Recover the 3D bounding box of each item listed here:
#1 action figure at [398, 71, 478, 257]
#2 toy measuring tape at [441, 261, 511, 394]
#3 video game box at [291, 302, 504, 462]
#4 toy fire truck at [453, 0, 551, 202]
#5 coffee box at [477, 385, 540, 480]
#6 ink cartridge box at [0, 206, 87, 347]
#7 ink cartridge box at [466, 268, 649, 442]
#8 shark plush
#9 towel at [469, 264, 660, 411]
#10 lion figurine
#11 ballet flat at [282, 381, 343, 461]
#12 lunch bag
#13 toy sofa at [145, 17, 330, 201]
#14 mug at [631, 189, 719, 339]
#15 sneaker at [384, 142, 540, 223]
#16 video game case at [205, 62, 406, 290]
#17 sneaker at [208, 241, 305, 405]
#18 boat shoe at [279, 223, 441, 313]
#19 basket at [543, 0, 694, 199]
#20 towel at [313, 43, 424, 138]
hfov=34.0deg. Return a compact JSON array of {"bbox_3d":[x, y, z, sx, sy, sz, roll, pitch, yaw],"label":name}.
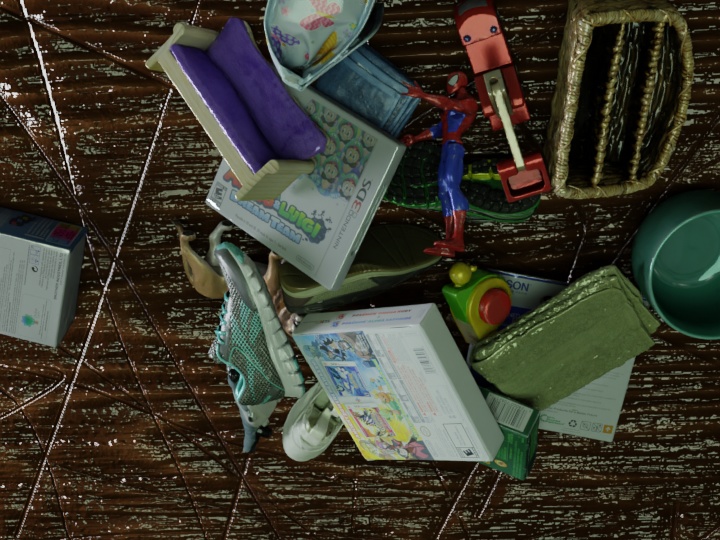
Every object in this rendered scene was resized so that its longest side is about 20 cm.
[{"bbox_3d":[0.073,-0.123,1.260,0.099,0.065,0.200,11,78,-12],"label":"action figure"},{"bbox_3d":[0.154,0.062,1.369,0.074,0.074,0.200,-21,124,13],"label":"toy measuring tape"},{"bbox_3d":[0.042,0.131,1.325,0.182,0.047,0.200,-7,123,36],"label":"video game box"},{"bbox_3d":[0.148,-0.187,1.252,0.049,0.141,0.200,-17,110,11],"label":"toy fire truck"},{"bbox_3d":[0.112,0.171,1.400,0.200,0.044,0.123,20,150,19],"label":"coffee box"},{"bbox_3d":[-0.442,-0.004,1.415,0.200,0.076,0.137,13,113,-3],"label":"ink cartridge box"},{"bbox_3d":[0.230,0.098,1.423,0.197,0.047,0.200,11,111,2],"label":"ink cartridge box"},{"bbox_3d":[-0.133,0.142,1.466,0.083,0.091,0.200,31,147,37],"label":"shark plush"},{"bbox_3d":[0.235,0.082,1.342,0.200,0.037,0.148,-35,131,11],"label":"towel"},{"bbox_3d":[-0.137,0.012,1.410,0.200,0.072,0.123,17,124,13],"label":"lion figurine"},{"bbox_3d":[-0.040,0.172,1.464,0.069,0.069,0.200,33,112,-9],"label":"ballet flat"},{"bbox_3d":[-0.031,-0.295,1.207,0.127,0.170,0.200,19,110,-7],"label":"lunch bag"},{"bbox_3d":[-0.131,-0.179,1.268,0.098,0.083,0.200,-40,77,23],"label":"toy sofa"},{"bbox_3d":[0.397,-0.009,1.321,0.185,0.114,0.152,17,107,-9],"label":"mug"},{"bbox_3d":[0.105,-0.086,1.335,0.200,0.085,0.078,13,71,15],"label":"sneaker"},{"bbox_3d":[-0.066,-0.105,1.305,0.200,0.024,0.182,34,111,24],"label":"video game case"},{"bbox_3d":[-0.134,0.067,1.334,0.091,0.078,0.200,-22,101,-3],"label":"sneaker"},{"bbox_3d":[0.000,0.001,1.369,0.201,0.072,0.066,-15,143,-20],"label":"boat shoe"},{"bbox_3d":[0.279,-0.181,1.242,0.143,0.149,0.200,7,113,2],"label":"basket"},{"bbox_3d":[-0.023,-0.152,1.322,0.112,0.049,0.200,37,113,8],"label":"towel"}]
